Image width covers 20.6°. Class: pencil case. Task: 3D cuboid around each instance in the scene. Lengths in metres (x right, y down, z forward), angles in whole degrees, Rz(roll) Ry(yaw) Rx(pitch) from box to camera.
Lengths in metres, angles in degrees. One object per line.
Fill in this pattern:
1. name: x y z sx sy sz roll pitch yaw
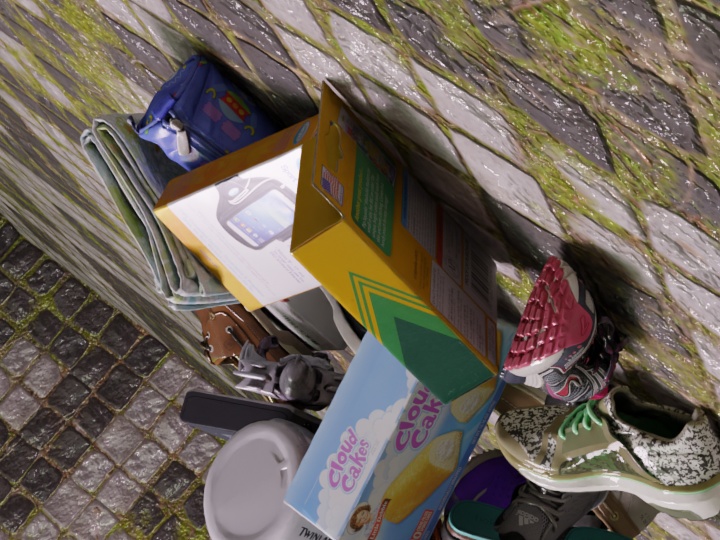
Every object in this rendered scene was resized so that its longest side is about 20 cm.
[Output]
1. pencil case: -0.085 -0.081 1.558 0.200 0.078 0.087 41 -156 -11

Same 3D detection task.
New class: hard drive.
1. hard drive: -0.047 0.159 1.787 0.139 0.033 0.200 5 163 43

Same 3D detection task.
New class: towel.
1. towel: -0.131 -0.053 1.626 0.172 0.048 0.200 61 -155 11

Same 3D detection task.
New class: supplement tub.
1. supplement tub: -0.027 0.207 1.667 0.199 0.123 0.122 28 -179 -44

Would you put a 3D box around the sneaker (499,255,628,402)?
1. sneaker: 0.140 0.044 1.306 0.074 0.081 0.200 21 175 6

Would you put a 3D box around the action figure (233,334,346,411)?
1. action figure: -0.040 0.096 1.736 0.129 0.070 0.200 20 172 13

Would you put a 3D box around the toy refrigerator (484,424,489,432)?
1. toy refrigerator: 0.062 0.088 1.743 0.200 0.070 0.076 60 -170 -64

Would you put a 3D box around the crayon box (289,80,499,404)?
1. crayon box: 0.016 -0.018 1.357 0.200 0.051 0.126 46 -153 -27

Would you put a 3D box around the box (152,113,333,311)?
1. box: -0.048 -0.044 1.481 0.199 0.042 0.119 -21 123 39

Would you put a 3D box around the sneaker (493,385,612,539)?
1. sneaker: 0.154 0.167 1.561 0.075 0.116 0.201 30 152 23

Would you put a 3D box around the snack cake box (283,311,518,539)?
1. snack cake box: 0.037 0.113 1.538 0.067 0.201 0.115 32 -170 37

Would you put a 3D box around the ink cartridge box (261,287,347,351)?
1. ink cartridge box: -0.065 0.000 1.843 0.147 0.083 0.200 40 170 -8

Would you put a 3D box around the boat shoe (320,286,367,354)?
1. boat shoe: -0.002 -0.001 1.634 0.074 0.066 0.200 30 -159 -38

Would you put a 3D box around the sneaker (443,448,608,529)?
1. sneaker: 0.167 0.205 1.748 0.199 0.070 0.099 -2 -161 -41

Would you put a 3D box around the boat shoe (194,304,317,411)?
1. boat shoe: -0.120 0.060 1.863 0.200 0.068 0.072 39 172 6

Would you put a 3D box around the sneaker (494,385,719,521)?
1. sneaker: 0.183 0.112 1.429 0.199 0.077 0.089 8 131 35

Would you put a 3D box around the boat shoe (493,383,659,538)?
1. boat shoe: 0.170 0.158 1.702 0.200 0.066 0.074 36 169 25

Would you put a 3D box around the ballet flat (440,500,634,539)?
1. ballet flat: 0.164 0.245 1.664 0.199 0.068 0.069 16 133 20
